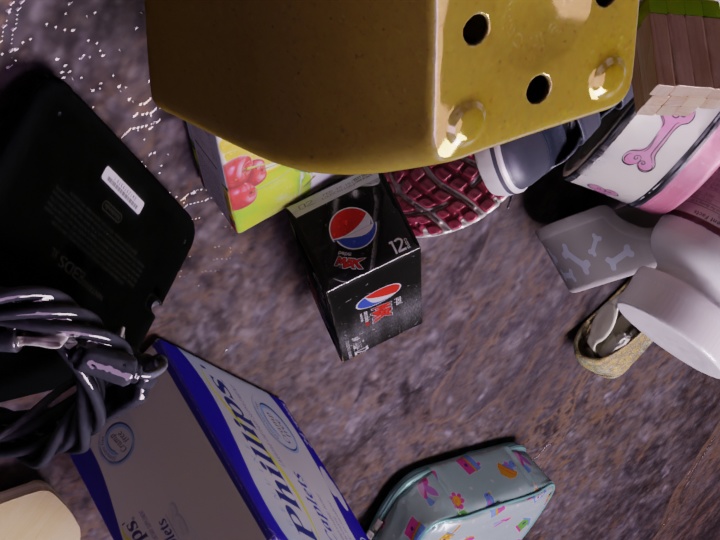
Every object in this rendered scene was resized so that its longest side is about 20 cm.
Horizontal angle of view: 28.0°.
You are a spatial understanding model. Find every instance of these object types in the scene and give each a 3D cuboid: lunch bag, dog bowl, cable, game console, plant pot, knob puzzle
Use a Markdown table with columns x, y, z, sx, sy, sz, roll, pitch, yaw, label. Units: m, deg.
| x | y | z | sx | sy | sz | roll | pitch | yaw | label |
| --- | --- | --- | --- | --- | --- | --- | --- | --- | --- |
| 0.090 | 0.260 | 1.472 | 0.199 | 0.077 | 0.161 | -10 | 141 | -39 | lunch bag |
| 0.242 | -0.035 | 1.151 | 0.198 | 0.059 | 0.200 | -18 | 178 | -1 | dog bowl |
| -0.215 | 0.065 | 0.811 | 0.162 | 0.051 | 0.199 | 21 | 148 | -39 | cable |
| -0.212 | -0.007 | 0.846 | 0.177 | 0.116 | 0.200 | -64 | 154 | -14 | game console |
| 0.227 | -0.124 | 0.997 | 0.201 | 0.074 | 0.200 | -55 | -178 | 2 | dog bowl |
| 0.025 | -0.152 | 0.669 | 0.193 | 0.200 | 0.197 | -20 | 126 | -28 | plant pot |
| -0.291 | 0.217 | 1.055 | 0.218 | 0.031 | 0.221 | -26 | 148 | -18 | knob puzzle |

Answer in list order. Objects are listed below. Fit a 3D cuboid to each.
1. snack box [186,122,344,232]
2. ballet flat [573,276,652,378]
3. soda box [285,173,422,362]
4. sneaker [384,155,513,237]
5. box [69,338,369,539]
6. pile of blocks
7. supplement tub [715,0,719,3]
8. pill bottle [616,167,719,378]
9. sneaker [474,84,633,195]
| x | y | z | sx | sy | sz | roll | pitch | yaw | label |
| --- | --- | --- | --- | --- | --- | --- | --- | --- | --- |
| -0.009 | -0.124 | 0.866 | 0.199 | 0.053 | 0.143 | -30 | 150 | -15 | snack box |
| 0.272 | 0.021 | 1.356 | 0.070 | 0.071 | 0.200 | 8 | 127 | -51 | ballet flat |
| 0.000 | 0.000 | 0.979 | 0.070 | 0.064 | 0.200 | -26 | 165 | -5 | soda box |
| 0.103 | -0.087 | 1.012 | 0.199 | 0.081 | 0.075 | -35 | 164 | 1 | sneaker |
| -0.094 | 0.172 | 1.050 | 0.105 | 0.184 | 0.200 | -40 | 150 | 8 | box |
| 0.153 | -0.171 | 0.842 | 0.082 | 0.201 | 0.062 | -22 | 166 | -23 | pile of blocks |
| 0.237 | -0.265 | 0.844 | 0.143 | 0.145 | 0.201 | -23 | 147 | -23 | supplement tub |
| 0.272 | -0.032 | 1.006 | 0.201 | 0.109 | 0.110 | -54 | 150 | -5 | pill bottle |
| 0.130 | -0.127 | 0.889 | 0.079 | 0.079 | 0.201 | 60 | 41 | -36 | sneaker |
